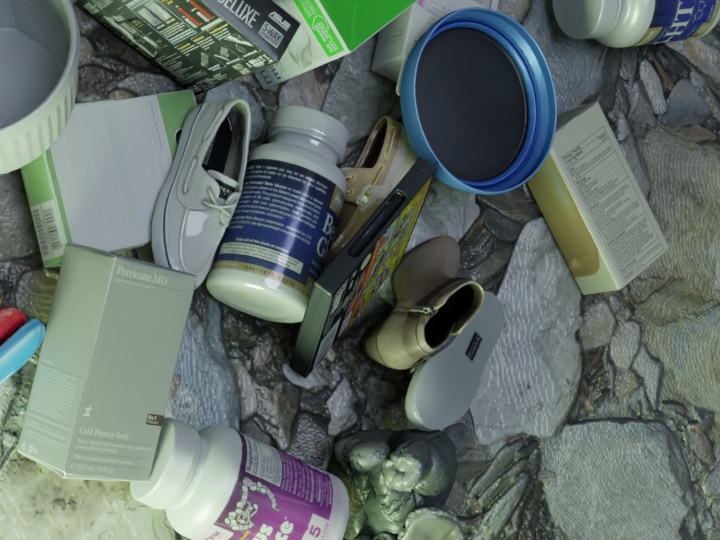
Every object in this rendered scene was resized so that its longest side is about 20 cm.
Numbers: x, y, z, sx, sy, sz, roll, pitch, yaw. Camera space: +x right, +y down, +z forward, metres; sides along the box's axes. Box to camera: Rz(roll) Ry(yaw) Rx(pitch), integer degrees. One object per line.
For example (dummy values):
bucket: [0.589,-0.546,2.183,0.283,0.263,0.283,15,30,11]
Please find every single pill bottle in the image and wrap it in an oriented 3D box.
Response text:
pill bottle: [0.335,-0.333,1.769,0.198,0.119,0.121,-12,90,-32]
pill bottle: [-0.118,0.218,1.412,0.199,0.112,0.113,27,70,-26]
pill bottle: [-0.077,-0.059,1.476,0.110,0.111,0.202,25,71,-27]

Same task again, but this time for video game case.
video game case: [0.000,0.000,1.474,0.025,0.201,0.181,35,63,9]

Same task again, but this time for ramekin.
ramekin: [-0.343,-0.178,1.288,0.197,0.105,0.203,2,67,-4]

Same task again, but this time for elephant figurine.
elephant figurine: [0.036,0.270,1.508,0.153,0.141,0.203,-2,93,9]

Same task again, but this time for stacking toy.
stacking toy: [-0.385,0.026,1.289,0.200,0.116,0.110,47,58,-3]

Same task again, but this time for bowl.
bowl: [0.127,-0.183,1.586,0.199,0.039,0.203,3,85,-34]

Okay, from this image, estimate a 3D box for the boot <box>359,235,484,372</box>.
boot: [0.082,0.029,1.544,0.070,0.146,0.201,45,63,-17]

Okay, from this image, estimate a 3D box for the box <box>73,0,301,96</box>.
box: [-0.169,-0.245,1.391,0.157,0.199,0.050,37,70,-22]

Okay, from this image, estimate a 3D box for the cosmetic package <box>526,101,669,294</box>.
cosmetic package: [0.272,-0.084,1.724,0.105,0.071,0.202,-33,101,-30]

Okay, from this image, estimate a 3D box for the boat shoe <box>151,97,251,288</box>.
boat shoe: [-0.147,-0.077,1.425,0.072,0.065,0.202,33,60,-36]

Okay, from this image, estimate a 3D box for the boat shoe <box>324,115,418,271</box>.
boat shoe: [-0.001,-0.084,1.556,0.069,0.073,0.201,43,54,-17]

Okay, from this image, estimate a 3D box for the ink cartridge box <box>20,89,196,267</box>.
ink cartridge box: [-0.233,-0.094,1.421,0.199,0.048,0.147,-16,93,-48]

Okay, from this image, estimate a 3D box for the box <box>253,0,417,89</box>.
box: [-0.015,-0.290,1.507,0.200,0.176,0.097,-42,107,-29]

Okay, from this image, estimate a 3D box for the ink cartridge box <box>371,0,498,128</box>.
ink cartridge box: [0.083,-0.263,1.630,0.116,0.067,0.202,22,72,-30]

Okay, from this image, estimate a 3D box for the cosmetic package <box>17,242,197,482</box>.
cosmetic package: [-0.232,0.084,1.339,0.106,0.090,0.202,12,93,-47]

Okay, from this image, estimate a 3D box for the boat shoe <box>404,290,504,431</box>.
boat shoe: [0.092,0.103,1.569,0.071,0.063,0.200,52,46,-15]
